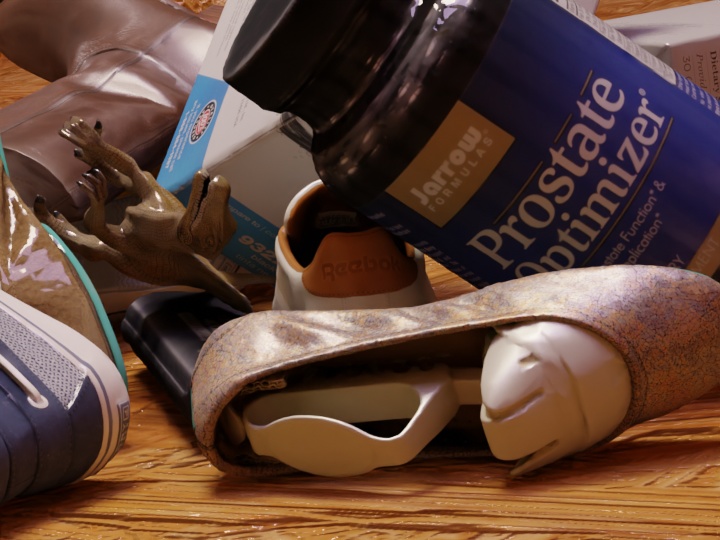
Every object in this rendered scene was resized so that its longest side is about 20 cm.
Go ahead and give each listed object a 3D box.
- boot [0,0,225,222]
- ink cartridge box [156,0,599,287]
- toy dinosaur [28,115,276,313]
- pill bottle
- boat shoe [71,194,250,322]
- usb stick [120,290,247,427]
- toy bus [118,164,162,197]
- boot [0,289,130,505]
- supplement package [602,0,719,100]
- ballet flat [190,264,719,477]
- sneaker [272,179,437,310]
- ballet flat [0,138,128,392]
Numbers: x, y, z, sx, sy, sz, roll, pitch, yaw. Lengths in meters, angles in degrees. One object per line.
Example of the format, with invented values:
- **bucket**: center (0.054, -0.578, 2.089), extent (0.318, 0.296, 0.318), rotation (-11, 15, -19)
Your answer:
- **boot**: center (-0.156, -0.076, 1.408), extent (0.186, 0.064, 0.200), rotation (8, 31, 34)
- **ink cartridge box**: center (0.012, -0.096, 1.299), extent (0.084, 0.145, 0.200), rotation (34, -35, -21)
- **toy dinosaur**: center (-0.084, -0.011, 1.227), extent (0.101, 0.058, 0.200), rotation (34, -7, 6)
- **pill bottle**: center (0.053, -0.053, 1.129), extent (0.200, 0.112, 0.112), rotation (32, 1, -13)
- **boat shoe**: center (-0.140, 0.002, 1.408), extent (0.199, 0.074, 0.067), rotation (0, -16, 23)
- **usb stick**: center (-0.058, 0.036, 1.201), extent (0.055, 0.033, 0.200), rotation (2, 7, -12)
- **toy bus**: center (-0.091, -0.035, 1.471), extent (0.199, 0.065, 0.078), rotation (-4, -20, 12)
- **boot**: center (-0.184, 0.023, 1.074), extent (0.200, 0.073, 0.090), rotation (24, 21, 22)
- **supplement package**: center (0.173, -0.059, 1.354), extent (0.200, 0.122, 0.120), rotation (-14, 12, -38)
- **ballet flat**: center (0.034, 0.044, 1.035), extent (0.199, 0.068, 0.067), rotation (-9, 27, 17)
- **sneaker**: center (0.000, 0.000, 1.226), extent (0.073, 0.085, 0.200), rotation (-9, 7, -6)
- **ballet flat**: center (-0.159, -0.012, 1.175), extent (0.072, 0.200, 0.068), rotation (-5, -35, -34)
